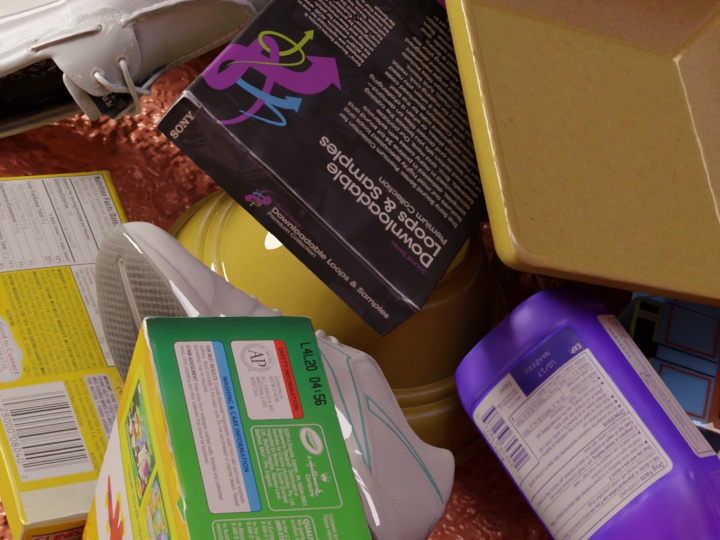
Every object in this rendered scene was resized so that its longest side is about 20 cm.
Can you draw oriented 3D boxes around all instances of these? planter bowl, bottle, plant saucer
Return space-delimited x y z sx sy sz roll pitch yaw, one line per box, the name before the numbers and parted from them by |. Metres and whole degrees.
planter bowl | 0.000 0.000 0.896 0.199 0.084 0.201 12 46 -12
bottle | 0.125 0.104 0.819 0.065 0.084 0.200 0 50 -55
plant saucer | 0.123 -0.066 0.880 0.199 0.048 0.201 11 56 -32

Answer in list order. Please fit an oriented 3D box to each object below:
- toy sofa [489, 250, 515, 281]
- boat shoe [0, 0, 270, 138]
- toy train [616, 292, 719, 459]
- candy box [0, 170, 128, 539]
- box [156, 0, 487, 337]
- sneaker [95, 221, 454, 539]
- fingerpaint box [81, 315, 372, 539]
toy sofa | 0.057 -0.095 1.006 0.097 0.083 0.201 -8 51 -27
boat shoe | -0.133 -0.105 0.902 0.199 0.070 0.072 -13 61 16
toy train | 0.186 0.031 0.937 0.114 0.087 0.201 20 53 0
candy box | -0.138 0.035 0.844 0.102 0.026 0.201 -3 51 -30
box | 0.008 -0.080 0.862 0.143 0.036 0.200 43 45 -6
sneaker | -0.040 0.053 0.811 0.200 0.070 0.080 47 46 8
fingerpaint box | -0.047 0.146 0.680 0.073 0.167 0.201 0 48 -21
